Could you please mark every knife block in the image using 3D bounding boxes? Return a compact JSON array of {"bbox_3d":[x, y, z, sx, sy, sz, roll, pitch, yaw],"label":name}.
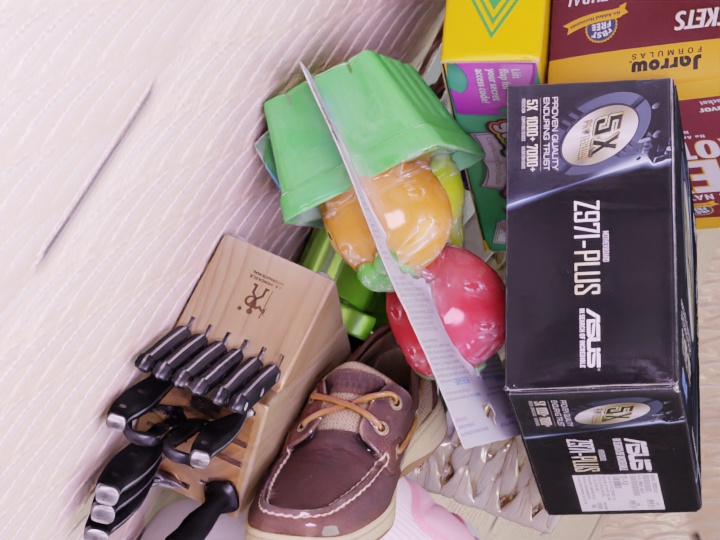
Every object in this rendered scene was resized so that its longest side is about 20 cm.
[{"bbox_3d":[-0.073,0.082,1.494,0.176,0.064,0.200,-62,168,-16],"label":"knife block"}]

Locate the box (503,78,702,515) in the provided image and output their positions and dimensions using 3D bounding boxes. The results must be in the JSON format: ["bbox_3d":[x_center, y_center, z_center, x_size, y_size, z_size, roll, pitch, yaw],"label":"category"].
[{"bbox_3d":[0.126,0.018,1.524,0.200,0.086,0.164,68,22,-65],"label":"box"}]

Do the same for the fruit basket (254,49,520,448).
[{"bbox_3d":[0.022,-0.004,1.484,0.185,0.094,0.200,-1,72,-77],"label":"fruit basket"}]

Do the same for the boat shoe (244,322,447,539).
[{"bbox_3d":[-0.007,0.079,1.487,0.200,0.072,0.072,-42,134,-60],"label":"boat shoe"}]

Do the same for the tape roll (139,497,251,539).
[{"bbox_3d":[-0.053,0.231,1.530,0.139,0.202,0.203,-58,165,-31],"label":"tape roll"}]

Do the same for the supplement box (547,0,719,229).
[{"bbox_3d":[0.198,-0.150,1.587,0.197,0.132,0.201,39,51,-57],"label":"supplement box"}]

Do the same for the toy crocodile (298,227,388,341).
[{"bbox_3d":[0.000,0.000,1.690,0.068,0.062,0.200,-67,163,2],"label":"toy crocodile"}]

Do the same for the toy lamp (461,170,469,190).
[{"bbox_3d":[0.037,-0.066,1.679,0.200,0.058,0.058,-4,117,-67],"label":"toy lamp"}]

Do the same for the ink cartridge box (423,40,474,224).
[{"bbox_3d":[0.051,-0.072,1.837,0.163,0.057,0.200,-63,147,-15],"label":"ink cartridge box"}]

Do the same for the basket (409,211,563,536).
[{"bbox_3d":[0.097,0.048,1.749,0.200,0.123,0.136,-50,162,-65],"label":"basket"}]

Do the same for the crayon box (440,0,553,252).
[{"bbox_3d":[0.088,-0.132,1.623,0.200,0.058,0.173,72,23,-60],"label":"crayon box"}]

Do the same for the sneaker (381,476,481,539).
[{"bbox_3d":[0.006,0.141,1.601,0.075,0.105,0.200,-54,-174,-7],"label":"sneaker"}]

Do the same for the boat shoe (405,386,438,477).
[{"bbox_3d":[-0.031,0.120,1.649,0.200,0.073,0.062,-49,170,10],"label":"boat shoe"}]

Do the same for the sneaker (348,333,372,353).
[{"bbox_3d":[-0.039,0.125,1.727,0.083,0.071,0.200,31,77,-72],"label":"sneaker"}]
